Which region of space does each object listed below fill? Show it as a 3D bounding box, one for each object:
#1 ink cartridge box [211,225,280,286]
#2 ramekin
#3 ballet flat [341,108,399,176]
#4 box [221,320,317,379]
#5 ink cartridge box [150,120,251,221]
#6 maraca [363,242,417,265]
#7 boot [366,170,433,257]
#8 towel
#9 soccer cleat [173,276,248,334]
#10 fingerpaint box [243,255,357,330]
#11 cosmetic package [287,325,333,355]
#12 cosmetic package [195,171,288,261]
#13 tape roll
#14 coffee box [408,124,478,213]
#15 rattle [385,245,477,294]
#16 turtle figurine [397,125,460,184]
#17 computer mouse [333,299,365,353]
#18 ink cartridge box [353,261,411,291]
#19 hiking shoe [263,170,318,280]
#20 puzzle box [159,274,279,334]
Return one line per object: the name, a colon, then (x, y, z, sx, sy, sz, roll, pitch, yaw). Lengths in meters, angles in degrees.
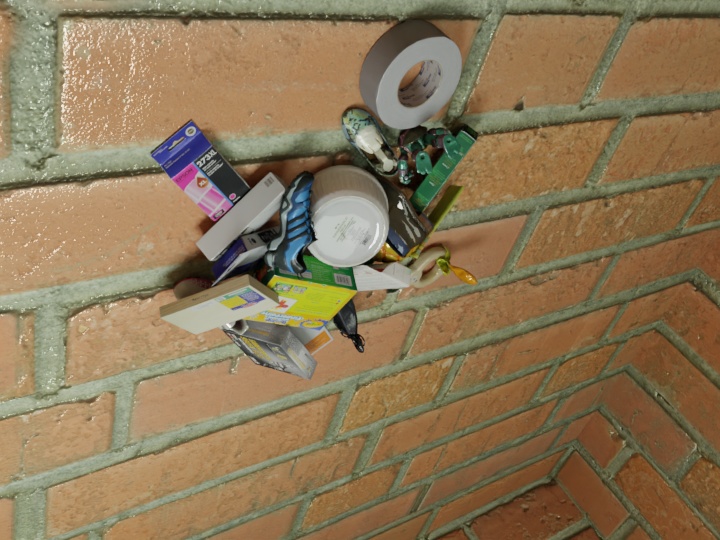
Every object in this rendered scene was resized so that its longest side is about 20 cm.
ink cartridge box: (-0.224, -0.032, 1.537, 0.099, 0.039, 0.200, -43, 174, 23)
ramekin: (-0.034, -0.103, 1.584, 0.198, 0.105, 0.202, -4, 120, -8)
ballet flat: (0.028, -0.253, 1.573, 0.074, 0.074, 0.200, -42, 146, 6)
box: (-0.203, 0.174, 1.774, 0.049, 0.157, 0.200, -66, 154, -22)
ink cartridge box: (-0.283, -0.175, 1.403, 0.095, 0.037, 0.200, -39, 144, 0)
maraca: (0.055, -0.065, 1.787, 0.199, 0.108, 0.137, -28, 147, 16)
boot: (0.063, -0.120, 1.673, 0.200, 0.075, 0.097, 42, 79, -16)
towel: (0.174, -0.114, 1.827, 0.018, 0.086, 0.201, 35, 89, -16)
soccer cleat: (-0.303, 0.076, 1.624, 0.070, 0.086, 0.200, -45, 144, 9)
fingerpaint box: (-0.135, 0.043, 1.637, 0.199, 0.074, 0.167, 11, 140, -32)
cosmetic package: (-0.148, 0.127, 1.844, 0.101, 0.071, 0.200, -36, 145, -4)
cosmetic package: (-0.220, -0.100, 1.506, 0.200, 0.051, 0.083, -43, 175, 6)
tape roll: (0.098, -0.374, 1.499, 0.199, 0.066, 0.201, -26, 144, -20)
coffee box: (0.183, -0.225, 1.719, 0.200, 0.044, 0.123, -53, -179, 20)
rattle: (0.171, 0.037, 1.988, 0.199, 0.143, 0.130, -28, 164, -25)
turtle figurine: (0.121, -0.249, 1.589, 0.101, 0.200, 0.150, 41, 91, -21)
computer mouse: (-0.040, 0.096, 1.879, 0.053, 0.138, 0.201, -34, 134, -11)
ink cartridge box: (0.000, 0.000, 1.777, 0.160, 0.051, 0.200, -5, 161, 33)
hiking shoe: (-0.113, -0.090, 1.490, 0.074, 0.086, 0.201, -40, 150, -70)
puzzle box: (-0.273, 0.069, 1.525, 0.199, 0.026, 0.133, -19, 155, 13)
